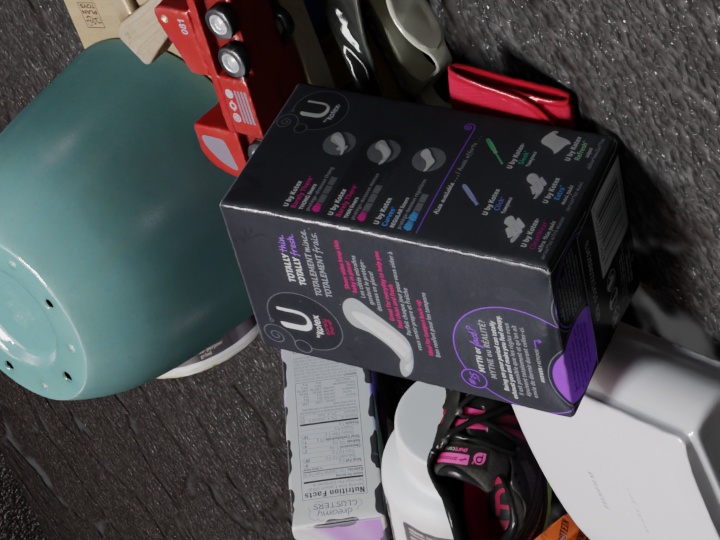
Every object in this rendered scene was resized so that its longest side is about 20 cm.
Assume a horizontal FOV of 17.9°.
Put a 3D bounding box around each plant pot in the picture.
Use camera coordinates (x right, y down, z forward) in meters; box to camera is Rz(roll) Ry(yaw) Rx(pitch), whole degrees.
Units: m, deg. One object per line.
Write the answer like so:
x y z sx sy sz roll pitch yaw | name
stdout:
-0.163 -0.017 1.421 0.200 0.161 0.202 29 141 26 | plant pot

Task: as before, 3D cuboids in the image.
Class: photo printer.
0.167 0.107 1.321 0.200 0.069 0.167 25 148 54 | photo printer

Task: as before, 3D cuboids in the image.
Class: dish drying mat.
0.094 -0.035 1.320 0.076 0.018 0.201 18 145 24 | dish drying mat

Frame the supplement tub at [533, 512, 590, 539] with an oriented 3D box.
0.184 0.247 1.457 0.200 0.122 0.123 50 162 16 | supplement tub

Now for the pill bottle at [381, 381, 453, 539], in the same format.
0.073 0.159 1.614 0.111 0.110 0.201 44 159 32 | pill bottle

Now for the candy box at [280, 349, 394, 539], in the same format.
-0.013 0.153 1.744 0.168 0.071 0.201 79 -176 -52 | candy box

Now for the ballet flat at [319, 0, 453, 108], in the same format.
0.034 -0.101 1.332 0.068 0.068 0.201 2 125 59 | ballet flat

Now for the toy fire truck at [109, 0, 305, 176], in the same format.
-0.105 -0.147 1.326 0.140 0.049 0.201 16 136 39 | toy fire truck

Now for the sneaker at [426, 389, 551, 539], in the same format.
0.083 0.099 1.455 0.076 0.084 0.202 -2 105 25 | sneaker

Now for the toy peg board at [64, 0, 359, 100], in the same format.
-0.059 -0.115 1.438 0.199 0.098 0.200 8 130 43 | toy peg board

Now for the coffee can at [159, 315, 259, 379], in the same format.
-0.167 -0.035 1.847 0.146 0.146 0.201 34 153 50 | coffee can

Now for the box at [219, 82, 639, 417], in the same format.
0.041 -0.014 1.272 0.199 0.106 0.123 12 140 24 | box
